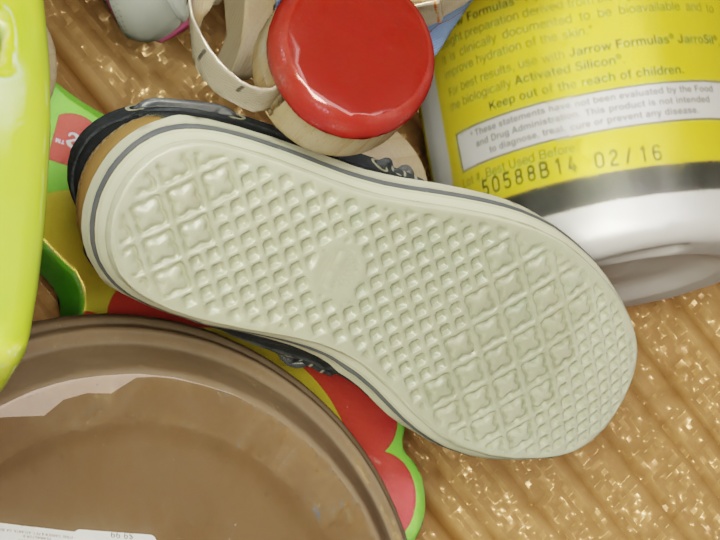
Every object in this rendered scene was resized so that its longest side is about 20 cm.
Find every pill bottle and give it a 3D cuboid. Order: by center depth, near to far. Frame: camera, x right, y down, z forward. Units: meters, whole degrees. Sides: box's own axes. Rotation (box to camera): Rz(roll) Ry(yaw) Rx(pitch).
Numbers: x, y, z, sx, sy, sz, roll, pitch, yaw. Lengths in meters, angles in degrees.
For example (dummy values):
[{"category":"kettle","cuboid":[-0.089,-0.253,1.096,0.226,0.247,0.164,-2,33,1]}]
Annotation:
[{"category":"pill bottle","cuboid":[0.067,-0.093,0.868,0.111,0.111,0.201,-5,78,-25]}]

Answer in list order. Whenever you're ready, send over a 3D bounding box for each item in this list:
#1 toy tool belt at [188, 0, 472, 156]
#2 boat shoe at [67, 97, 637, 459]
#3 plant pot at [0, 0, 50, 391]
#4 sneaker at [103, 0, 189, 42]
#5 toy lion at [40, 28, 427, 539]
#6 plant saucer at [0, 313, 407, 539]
[{"category":"toy tool belt","cuboid":[0.001,-0.109,0.777,0.124,0.123,0.201,20,67,-12]},{"category":"boat shoe","cuboid":[0.000,0.000,0.770,0.199,0.062,0.075,21,99,-33]},{"category":"plant pot","cuboid":[-0.176,-0.057,0.610,0.199,0.199,0.182,17,65,-18]},{"category":"sneaker","cuboid":[-0.127,-0.143,0.815,0.088,0.081,0.200,-38,101,11]},{"category":"toy lion","cuboid":[-0.071,0.034,0.805,0.199,0.069,0.193,19,76,-18]},{"category":"plant saucer","cuboid":[-0.071,0.113,0.761,0.199,0.029,0.201,0,90,-20]}]
